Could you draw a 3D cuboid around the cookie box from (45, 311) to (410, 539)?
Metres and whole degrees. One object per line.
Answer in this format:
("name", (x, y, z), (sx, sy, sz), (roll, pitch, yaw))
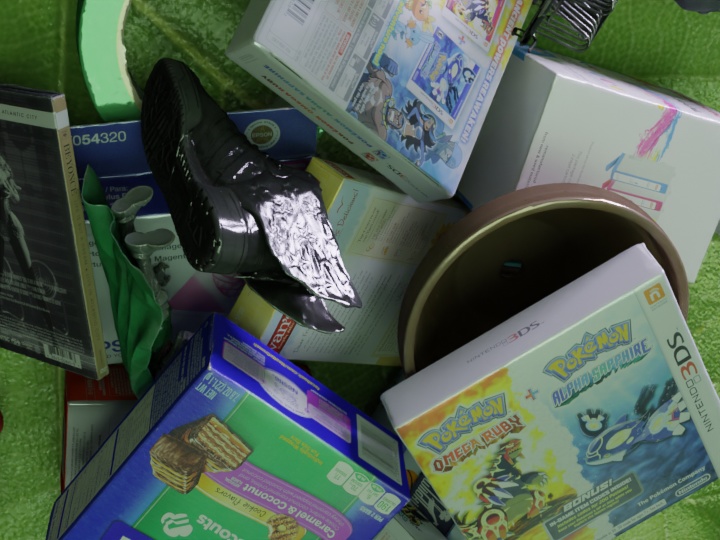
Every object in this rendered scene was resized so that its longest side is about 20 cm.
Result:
("cookie box", (-0.093, 0.159, 0.855), (0.170, 0.075, 0.200), (35, 111, -18))

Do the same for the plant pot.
("plant pot", (0.116, 0.020, 0.866), (0.198, 0.093, 0.203), (-6, 122, -11))

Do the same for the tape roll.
("tape roll", (-0.101, -0.165, 0.891), (0.197, 0.048, 0.203), (-6, 114, -14))

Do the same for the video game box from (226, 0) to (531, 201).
("video game box", (0.025, -0.180, 0.858), (0.181, 0.047, 0.202), (34, 68, -26))

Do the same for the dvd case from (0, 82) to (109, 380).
("dvd case", (-0.243, -0.032, 0.867), (0.016, 0.147, 0.203), (-33, 127, -47))

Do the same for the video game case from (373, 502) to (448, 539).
("video game case", (-0.045, 0.227, 0.943), (0.201, 0.181, 0.045), (-54, 160, 17))

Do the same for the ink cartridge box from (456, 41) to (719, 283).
("ink cartridge box", (0.189, -0.083, 0.963), (0.197, 0.129, 0.127), (12, 109, -20))

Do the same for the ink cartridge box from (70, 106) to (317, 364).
("ink cartridge box", (-0.124, -0.020, 0.914), (0.193, 0.044, 0.202), (-7, 135, -11))

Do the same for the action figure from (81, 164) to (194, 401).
("action figure", (-0.148, 0.033, 0.870), (0.054, 0.119, 0.201), (-16, 143, -17))

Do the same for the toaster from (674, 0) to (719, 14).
("toaster", (0.306, -0.266, 0.928), (0.197, 0.114, 0.131), (-6, 112, -12))

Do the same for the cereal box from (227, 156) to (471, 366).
("cereal box", (0.000, 0.000, 0.938), (0.199, 0.039, 0.145), (11, 112, -55))

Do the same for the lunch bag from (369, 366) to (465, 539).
("lunch bag", (0.068, 0.166, 0.992), (0.123, 0.200, 0.171), (26, 104, -24))

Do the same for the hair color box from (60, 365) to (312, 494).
("hair color box", (-0.136, 0.133, 0.998), (0.197, 0.061, 0.103), (2, 113, -16))

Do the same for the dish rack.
("dish rack", (0.162, -0.210, 0.808), (0.054, 0.200, 0.154), (30, 116, 2))

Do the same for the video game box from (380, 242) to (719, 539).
("video game box", (0.140, 0.106, 0.838), (0.198, 0.047, 0.183), (-31, 118, 3))

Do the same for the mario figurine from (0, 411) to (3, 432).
("mario figurine", (-0.331, 0.172, 0.937), (0.122, 0.106, 0.203), (6, 112, -16))

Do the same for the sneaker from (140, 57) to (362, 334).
("sneaker", (-0.073, -0.051, 0.820), (0.103, 0.202, 0.060), (5, 140, -36))

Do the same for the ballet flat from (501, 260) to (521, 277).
("ballet flat", (0.166, 0.009, 1.030), (0.197, 0.068, 0.073), (1, 136, -27))
